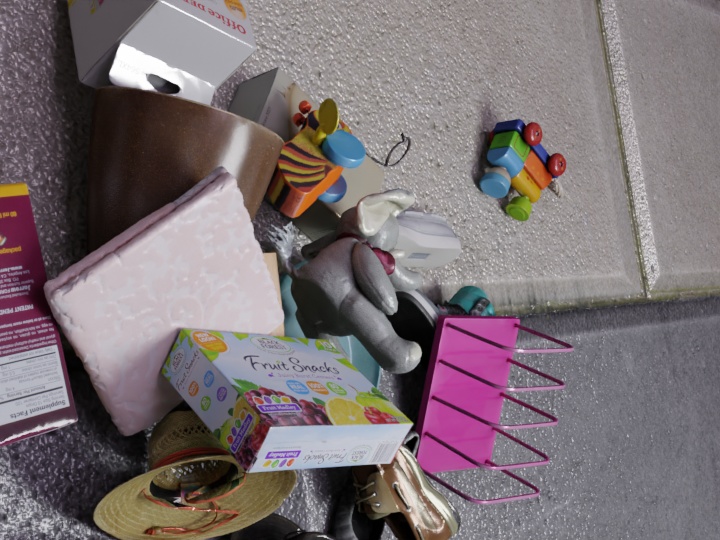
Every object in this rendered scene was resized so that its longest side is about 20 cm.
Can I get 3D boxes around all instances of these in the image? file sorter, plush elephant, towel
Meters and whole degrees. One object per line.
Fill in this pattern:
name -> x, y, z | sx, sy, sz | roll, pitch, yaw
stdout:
file sorter -> 0.166, 0.171, 1.319 | 0.137, 0.125, 0.203 | 3, 102, -40
plush elephant -> 0.000, 0.000, 1.153 | 0.155, 0.164, 0.201 | -41, 100, -33
towel -> -0.165, 0.031, 0.943 | 0.190, 0.032, 0.202 | -38, 141, -21

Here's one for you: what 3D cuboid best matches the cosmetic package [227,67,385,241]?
cosmetic package -> -0.067, -0.125, 1.235 | 0.200, 0.072, 0.105 | 41, 53, -36

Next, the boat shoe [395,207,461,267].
boat shoe -> 0.054, -0.051, 1.365 | 0.198, 0.072, 0.069 | 2, 57, -42

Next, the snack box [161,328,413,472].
snack box -> -0.064, 0.118, 0.980 | 0.199, 0.142, 0.054 | 9, 114, -51

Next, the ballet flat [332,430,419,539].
ballet flat -> 0.015, 0.266, 1.239 | 0.066, 0.056, 0.202 | 44, 50, -31

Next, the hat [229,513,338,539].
hat -> -0.043, 0.323, 1.095 | 0.201, 0.080, 0.202 | 44, 24, -25

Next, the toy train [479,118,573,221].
toy train -> 0.257, -0.122, 1.609 | 0.200, 0.084, 0.117 | 44, 60, -33

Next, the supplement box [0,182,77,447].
supplement box -> -0.314, 0.041, 0.875 | 0.085, 0.109, 0.203 | -13, 90, -49

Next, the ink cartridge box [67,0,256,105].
ink cartridge box -> -0.195, -0.254, 1.035 | 0.128, 0.125, 0.202 | 16, 48, -46

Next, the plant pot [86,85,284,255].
plant pot -> -0.184, -0.047, 1.016 | 0.186, 0.185, 0.203 | 18, 83, -45

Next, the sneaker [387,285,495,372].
sneaker -> 0.114, 0.059, 1.385 | 0.201, 0.083, 0.122 | 54, 50, -36

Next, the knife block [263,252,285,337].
knife block -> -0.105, 0.108, 1.099 | 0.175, 0.064, 0.201 | 43, 66, -21

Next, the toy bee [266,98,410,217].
toy bee -> -0.047, -0.125, 1.135 | 0.109, 0.132, 0.199 | 42, 19, 14

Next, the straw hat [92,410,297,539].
straw hat -> -0.157, 0.176, 0.990 | 0.200, 0.200, 0.086 | 21, 44, -44

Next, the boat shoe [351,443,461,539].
boat shoe -> 0.031, 0.243, 1.192 | 0.200, 0.075, 0.074 | 49, 62, -12

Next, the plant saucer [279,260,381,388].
plant saucer -> -0.053, 0.091, 1.223 | 0.198, 0.036, 0.204 | 16, 68, -45
